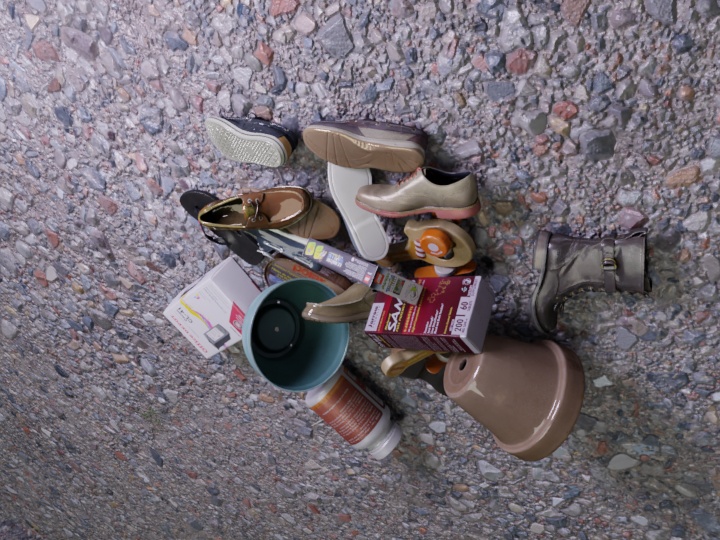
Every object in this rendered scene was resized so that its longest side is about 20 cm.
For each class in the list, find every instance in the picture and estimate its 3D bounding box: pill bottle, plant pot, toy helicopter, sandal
[{"bbox_3d":[-0.010,0.298,1.395,0.200,0.113,0.112,44,132,-8],"label":"pill bottle"},{"bbox_3d":[-0.137,0.114,1.237,0.201,0.200,0.134,55,155,-19],"label":"plant pot"},{"bbox_3d":[0.126,0.133,1.169,0.079,0.198,0.133,56,167,34],"label":"toy helicopter"},{"bbox_3d":[-0.270,-0.080,1.288,0.200,0.045,0.075,42,133,-7],"label":"sandal"},{"bbox_3d":[0.237,0.186,1.093,0.173,0.202,0.200,27,135,-16],"label":"plant pot"},{"bbox_3d":[0.105,-0.031,1.117,0.198,0.079,0.132,-9,134,43],"label":"toy helicopter"}]

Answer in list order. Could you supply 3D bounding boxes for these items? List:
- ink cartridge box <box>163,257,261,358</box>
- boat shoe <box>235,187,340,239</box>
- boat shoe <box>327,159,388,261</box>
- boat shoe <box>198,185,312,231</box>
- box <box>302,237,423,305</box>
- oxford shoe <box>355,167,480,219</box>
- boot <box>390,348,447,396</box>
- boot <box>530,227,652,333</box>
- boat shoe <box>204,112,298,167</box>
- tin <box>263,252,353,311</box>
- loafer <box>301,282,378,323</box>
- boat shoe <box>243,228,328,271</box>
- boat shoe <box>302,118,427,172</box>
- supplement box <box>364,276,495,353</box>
[{"bbox_3d":[-0.299,0.083,1.402,0.199,0.086,0.148,-30,107,39],"label":"ink cartridge box"},{"bbox_3d":[-0.124,-0.109,1.187,0.197,0.063,0.074,19,105,10],"label":"boat shoe"},{"bbox_3d":[-0.010,-0.111,1.099,0.062,0.072,0.203,180,70,-78],"label":"boat shoe"},{"bbox_3d":[-0.180,-0.098,1.134,0.197,0.068,0.073,-12,95,16],"label":"boat shoe"},{"bbox_3d":[0.000,0.000,1.111,0.109,0.035,0.199,23,-179,-40],"label":"box"},{"bbox_3d":[0.084,-0.127,1.015,0.197,0.071,0.076,2,128,18],"label":"oxford shoe"},{"bbox_3d":[0.146,0.180,1.262,0.198,0.076,0.074,26,117,-17],"label":"boot"},{"bbox_3d":[0.353,0.023,1.022,0.172,0.069,0.202,7,125,24],"label":"boot"},{"bbox_3d":[-0.185,-0.224,1.124,0.198,0.062,0.075,20,138,34],"label":"boat shoe"},{"bbox_3d":[-0.093,0.034,1.288,0.198,0.042,0.113,29,137,5],"label":"tin"},{"bbox_3d":[-0.014,0.057,1.190,0.076,0.197,0.069,-7,87,61],"label":"loafer"},{"bbox_3d":[-0.155,-0.053,1.226,0.197,0.075,0.063,18,101,5],"label":"boat shoe"},{"bbox_3d":[0.009,-0.202,1.034,0.197,0.065,0.072,11,146,17],"label":"boat shoe"},{"bbox_3d":[0.111,0.070,1.094,0.198,0.110,0.061,-3,147,39],"label":"supplement box"}]
